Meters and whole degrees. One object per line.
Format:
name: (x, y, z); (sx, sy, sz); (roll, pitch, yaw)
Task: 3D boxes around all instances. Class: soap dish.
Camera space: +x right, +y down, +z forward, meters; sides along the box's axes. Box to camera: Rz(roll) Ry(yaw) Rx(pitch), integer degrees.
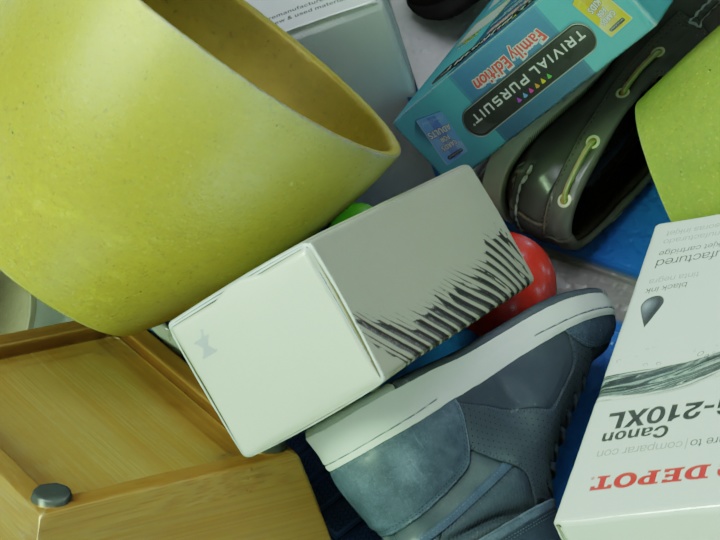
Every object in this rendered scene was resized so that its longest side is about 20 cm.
soap dish: (-0.124, 0.092, 1.084); (0.157, 0.082, 0.200); (-11, 27, -32)

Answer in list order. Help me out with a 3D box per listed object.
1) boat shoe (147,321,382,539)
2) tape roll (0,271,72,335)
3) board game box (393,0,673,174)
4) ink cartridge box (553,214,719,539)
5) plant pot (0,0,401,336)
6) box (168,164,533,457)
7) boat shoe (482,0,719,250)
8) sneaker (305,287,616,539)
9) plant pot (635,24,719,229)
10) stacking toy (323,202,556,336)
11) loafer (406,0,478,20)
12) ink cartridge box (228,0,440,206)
boat shoe: (-0.035, 0.069, 1.154); (0.072, 0.073, 0.200); (-30, 66, -17)
tape roll: (-0.219, 0.020, 1.178); (0.071, 0.203, 0.203); (26, 61, 34)
board game box: (0.115, -0.143, 1.226); (0.151, 0.047, 0.200); (-38, 10, 40)
ink cartridge box: (0.184, 0.062, 1.047); (0.144, 0.085, 0.201); (-9, 36, 30)
plant pot: (-0.103, -0.057, 1.091); (0.142, 0.200, 0.200); (-53, 47, 11)
box: (0.001, 0.013, 1.072); (0.082, 0.069, 0.200); (-30, 0, 26)
boat shoe: (0.151, -0.089, 1.245); (0.202, 0.072, 0.060); (-44, 52, -14)
sneaker: (0.076, 0.098, 1.089); (0.202, 0.147, 0.077); (-27, -6, -46)
plant pot: (0.240, -0.077, 1.149); (0.199, 0.187, 0.188); (-23, 44, 18)
stacking toy: (0.000, 0.000, 1.211); (0.199, 0.086, 0.086); (8, 52, 18)
loafer: (0.071, -0.200, 1.307); (0.073, 0.071, 0.200); (-47, 9, -30)
ink cartridge box: (-0.026, -0.140, 1.294); (0.085, 0.147, 0.201); (-20, 45, 2)
